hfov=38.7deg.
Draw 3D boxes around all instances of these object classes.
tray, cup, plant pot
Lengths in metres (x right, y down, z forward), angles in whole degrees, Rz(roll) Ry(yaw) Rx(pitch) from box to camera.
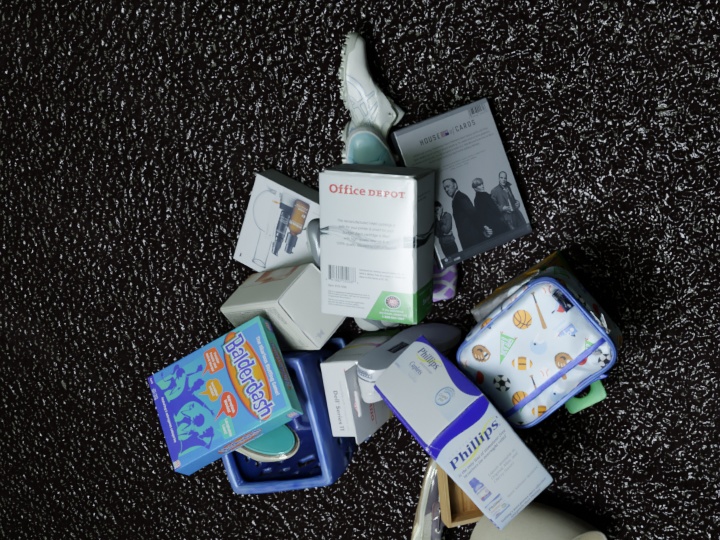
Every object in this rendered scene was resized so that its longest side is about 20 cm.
[{"bbox_3d":[0.163,0.277,1.545,0.097,0.037,0.203,-9,103,-14],"label":"tray"},{"bbox_3d":[0.243,0.419,1.503,0.143,0.199,0.202,38,119,41],"label":"cup"},{"bbox_3d":[-0.104,0.216,1.605,0.198,0.179,0.203,-12,98,31],"label":"plant pot"}]

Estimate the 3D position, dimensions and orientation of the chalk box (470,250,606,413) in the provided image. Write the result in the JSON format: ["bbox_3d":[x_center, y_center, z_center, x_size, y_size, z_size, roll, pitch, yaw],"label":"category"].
[{"bbox_3d":[0.268,0.098,1.428,0.124,0.124,0.201,-32,89,28],"label":"chalk box"}]

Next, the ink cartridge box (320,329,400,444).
[{"bbox_3d":[0.002,0.173,1.532,0.067,0.200,0.119,-5,101,27],"label":"ink cartridge box"}]

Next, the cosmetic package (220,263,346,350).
[{"bbox_3d":[-0.117,0.059,1.563,0.104,0.087,0.199,51,153,-19],"label":"cosmetic package"}]

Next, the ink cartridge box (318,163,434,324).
[{"bbox_3d":[0.023,-0.040,1.403,0.145,0.083,0.203,7,107,22],"label":"ink cartridge box"}]

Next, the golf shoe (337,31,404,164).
[{"bbox_3d":[0.018,-0.248,1.502,0.096,0.078,0.203,-1,109,9],"label":"golf shoe"}]

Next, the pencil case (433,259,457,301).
[{"bbox_3d":[0.099,-0.052,1.499,0.085,0.083,0.203,21,115,56],"label":"pencil case"}]

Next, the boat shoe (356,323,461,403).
[{"bbox_3d":[0.073,0.135,1.496,0.071,0.199,0.067,18,120,37],"label":"boat shoe"}]

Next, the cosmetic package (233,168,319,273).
[{"bbox_3d":[-0.090,-0.048,1.608,0.198,0.052,0.152,26,116,18],"label":"cosmetic package"}]

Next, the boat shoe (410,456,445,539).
[{"bbox_3d":[0.121,0.373,1.605,0.064,0.072,0.203,12,104,8],"label":"boat shoe"}]

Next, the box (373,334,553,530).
[{"bbox_3d":[0.137,0.218,1.393,0.105,0.184,0.200,-42,121,-3],"label":"box"}]

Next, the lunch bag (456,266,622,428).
[{"bbox_3d":[0.237,0.103,1.334,0.200,0.075,0.161,-42,87,28],"label":"lunch bag"}]

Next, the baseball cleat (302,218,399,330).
[{"bbox_3d":[0.000,0.000,1.511,0.106,0.070,0.201,-11,124,39],"label":"baseball cleat"}]

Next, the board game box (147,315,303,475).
[{"bbox_3d":[-0.197,0.180,1.478,0.198,0.045,0.153,-29,64,10],"label":"board game box"}]

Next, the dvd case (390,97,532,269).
[{"bbox_3d":[0.143,-0.122,1.435,0.149,0.025,0.202,-21,94,-13],"label":"dvd case"}]

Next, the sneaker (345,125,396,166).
[{"bbox_3d":[0.026,-0.105,1.475,0.073,0.082,0.202,-15,110,2],"label":"sneaker"}]

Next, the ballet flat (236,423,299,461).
[{"bbox_3d":[-0.169,0.242,1.513,0.198,0.069,0.070,17,110,27],"label":"ballet flat"}]
